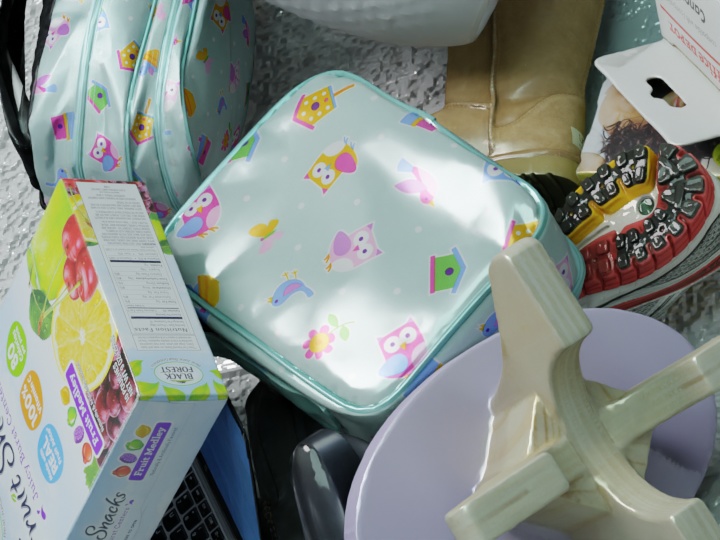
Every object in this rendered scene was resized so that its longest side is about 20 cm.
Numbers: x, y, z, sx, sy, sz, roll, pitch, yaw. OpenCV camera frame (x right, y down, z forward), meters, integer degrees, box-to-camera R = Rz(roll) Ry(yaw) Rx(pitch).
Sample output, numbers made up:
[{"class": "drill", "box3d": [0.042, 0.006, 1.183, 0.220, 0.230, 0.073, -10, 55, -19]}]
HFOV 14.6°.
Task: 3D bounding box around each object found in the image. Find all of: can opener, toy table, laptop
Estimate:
[{"class": "can opener", "box3d": [0.008, 0.171, 1.323, 0.063, 0.078, 0.201, -16, 91, 40]}, {"class": "toy table", "box3d": [0.097, 0.082, 1.258, 0.184, 0.117, 0.200, 47, 66, -2]}, {"class": "laptop", "box3d": [-0.125, 0.103, 1.422, 0.200, 0.116, 0.188, -42, 47, 14]}]

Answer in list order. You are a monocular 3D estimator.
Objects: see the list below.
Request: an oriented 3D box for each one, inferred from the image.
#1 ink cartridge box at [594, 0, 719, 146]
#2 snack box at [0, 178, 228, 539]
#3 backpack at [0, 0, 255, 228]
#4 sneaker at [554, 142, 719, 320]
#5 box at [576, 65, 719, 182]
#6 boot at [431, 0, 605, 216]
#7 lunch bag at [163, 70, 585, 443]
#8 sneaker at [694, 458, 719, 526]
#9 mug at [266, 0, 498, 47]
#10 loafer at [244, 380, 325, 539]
[{"class": "ink cartridge box", "box3d": [0.223, -0.141, 1.427, 0.199, 0.068, 0.117, -21, 32, -10]}, {"class": "snack box", "box3d": [-0.142, 0.074, 1.390, 0.200, 0.053, 0.143, -60, 40, 39]}, {"class": "backpack", "box3d": [-0.126, -0.123, 1.590, 0.126, 0.167, 0.201, 0, 63, 21]}, {"class": "sneaker", "box3d": [0.109, 0.016, 1.427, 0.199, 0.082, 0.078, -30, 55, 25]}, {"class": "box", "box3d": [0.216, -0.063, 1.439, 0.199, 0.050, 0.076, 2, 58, 27]}, {"class": "boot", "box3d": [0.055, -0.112, 1.551, 0.174, 0.066, 0.201, -3, 55, 13]}, {"class": "lunch bag", "box3d": [0.000, 0.000, 1.396, 0.161, 0.077, 0.200, -50, 48, -7]}, {"class": "sneaker", "box3d": [0.185, 0.152, 1.293, 0.076, 0.081, 0.200, -29, 23, 41]}, {"class": "mug", "box3d": [0.010, -0.212, 1.510, 0.175, 0.148, 0.200, 27, 36, 4]}, {"class": "loafer", "box3d": [-0.021, 0.125, 1.422, 0.072, 0.073, 0.201, -33, 41, 31]}]
